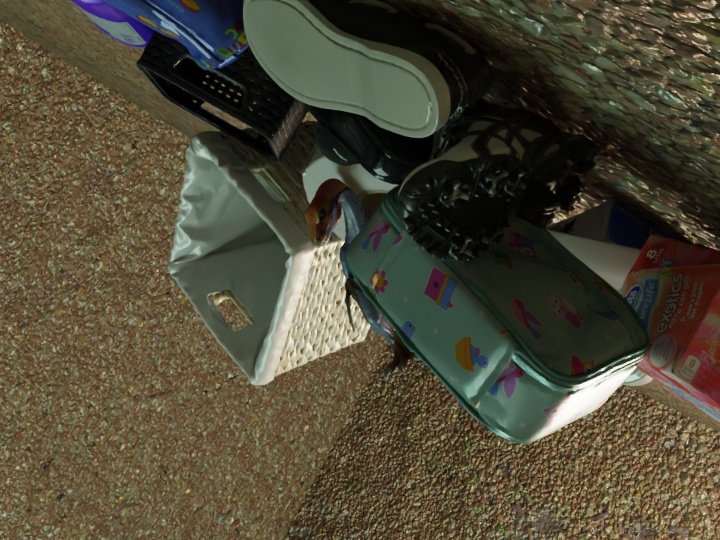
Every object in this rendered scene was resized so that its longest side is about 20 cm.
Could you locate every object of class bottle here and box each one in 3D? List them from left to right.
[{"bbox_3d":[-0.232,-0.264,1.078,0.083,0.066,0.200,28,178,4],"label":"bottle"}]

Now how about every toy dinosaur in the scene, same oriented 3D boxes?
[{"bbox_3d":[0.000,0.000,0.987,0.182,0.105,0.200,56,158,-20],"label":"toy dinosaur"}]

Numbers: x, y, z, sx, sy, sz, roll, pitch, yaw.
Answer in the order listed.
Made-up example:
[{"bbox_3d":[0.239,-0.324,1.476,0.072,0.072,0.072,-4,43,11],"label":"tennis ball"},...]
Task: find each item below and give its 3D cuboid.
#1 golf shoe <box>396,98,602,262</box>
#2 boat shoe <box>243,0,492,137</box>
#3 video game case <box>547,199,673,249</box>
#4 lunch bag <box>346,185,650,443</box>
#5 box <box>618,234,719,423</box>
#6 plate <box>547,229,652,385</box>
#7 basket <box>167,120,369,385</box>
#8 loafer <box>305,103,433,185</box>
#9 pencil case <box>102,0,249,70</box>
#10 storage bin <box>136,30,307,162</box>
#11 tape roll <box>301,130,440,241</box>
[{"bbox_3d":[0.071,-0.065,0.763,0.094,0.078,0.199,39,-150,25],"label":"golf shoe"},{"bbox_3d":[-0.001,-0.146,0.772,0.199,0.060,0.074,27,134,41],"label":"boat shoe"},{"bbox_3d":[0.227,0.025,1.044,0.199,0.046,0.181,31,149,-24],"label":"video game case"},{"bbox_3d":[0.097,0.014,0.812,0.160,0.077,0.200,-14,-125,-48],"label":"lunch bag"},{"bbox_3d":[0.288,0.066,0.872,0.199,0.095,0.103,31,177,-25],"label":"box"},{"bbox_3d":[0.190,0.042,0.982,0.198,0.033,0.200,12,149,-7],"label":"plate"},{"bbox_3d":[-0.081,-0.028,1.239,0.160,0.201,0.198,-18,-128,-35],"label":"basket"},{"bbox_3d":[0.002,-0.105,0.855,0.068,0.071,0.201,16,-157,-23],"label":"loafer"},{"bbox_3d":[-0.160,-0.221,0.853,0.199,0.087,0.078,30,145,-35],"label":"pencil case"},{"bbox_3d":[-0.115,-0.182,1.084,0.135,0.094,0.200,29,177,0],"label":"storage bin"},{"bbox_3d":[0.054,-0.065,0.986,0.201,0.071,0.203,22,158,9],"label":"tape roll"}]
